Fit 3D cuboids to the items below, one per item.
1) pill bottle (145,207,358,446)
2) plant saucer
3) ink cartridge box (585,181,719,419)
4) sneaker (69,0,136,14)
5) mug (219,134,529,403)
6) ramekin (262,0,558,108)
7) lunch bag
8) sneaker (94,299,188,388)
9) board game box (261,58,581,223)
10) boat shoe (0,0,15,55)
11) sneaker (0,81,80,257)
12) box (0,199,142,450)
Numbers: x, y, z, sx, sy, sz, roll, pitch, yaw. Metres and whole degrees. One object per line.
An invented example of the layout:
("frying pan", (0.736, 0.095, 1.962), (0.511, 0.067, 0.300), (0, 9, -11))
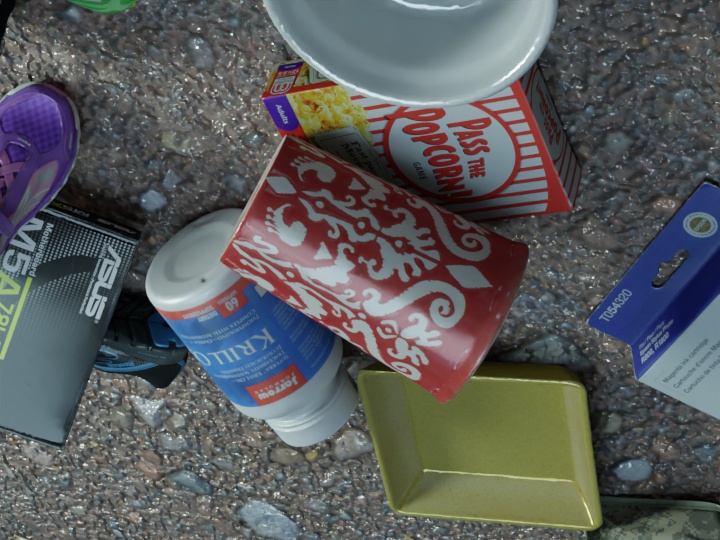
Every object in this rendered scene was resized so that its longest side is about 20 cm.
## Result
("pill bottle", (-0.083, 0.054, 1.431), (0.112, 0.112, 0.200), (-14, 128, 30))
("plant saucer", (0.112, 0.144, 1.505), (0.199, 0.049, 0.200), (2, 134, 17))
("ink cartridge box", (0.306, 0.042, 1.340), (0.200, 0.043, 0.197), (24, 137, -8))
("sneaker", (-0.252, -0.231, 1.217), (0.200, 0.084, 0.074), (27, 136, -10))
("mug", (-0.002, 0.006, 1.277), (0.200, 0.134, 0.178), (28, 135, -6))
("ramekin", (0.039, -0.214, 1.126), (0.200, 0.098, 0.201), (10, 136, 10))
("lunch bag", (0.309, 0.294, 1.540), (0.199, 0.118, 0.164), (-1, 133, 27))
("sneaker", (-0.250, 0.054, 1.516), (0.199, 0.073, 0.082), (20, 138, -1))
("board game box", (0.047, -0.101, 1.275), (0.199, 0.046, 0.152), (-8, 132, 25))
("boat shoe", (-0.288, -0.185, 1.220), (0.074, 0.093, 0.200), (20, 168, -11))
("sneaker", (-0.292, -0.057, 1.350), (0.080, 0.088, 0.200), (34, 96, -8))
("box", (-0.307, 0.028, 1.435), (0.193, 0.048, 0.200), (22, 101, -6))
